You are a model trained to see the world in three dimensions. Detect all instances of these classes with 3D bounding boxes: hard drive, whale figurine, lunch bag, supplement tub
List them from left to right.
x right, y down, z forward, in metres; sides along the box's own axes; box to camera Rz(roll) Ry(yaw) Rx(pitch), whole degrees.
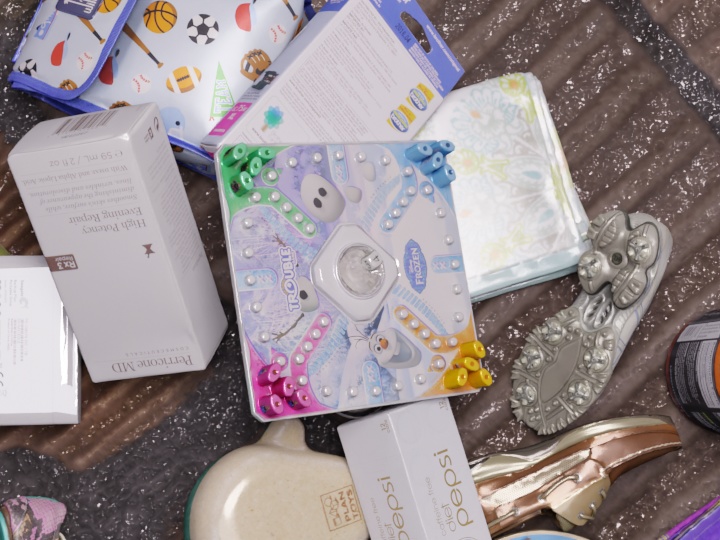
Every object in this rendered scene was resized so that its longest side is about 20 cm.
[{"bbox_3d":[-0.319,0.055,1.052,0.199,0.027,0.132,-1,85,-4],"label":"hard drive"},{"bbox_3d":[-0.158,-0.182,1.066,0.200,0.124,0.170,25,84,3],"label":"lunch bag"},{"bbox_3d":[-0.046,0.192,1.068,0.200,0.104,0.160,-16,86,-30],"label":"whale figurine"},{"bbox_3d":[0.312,0.077,1.036,0.107,0.200,0.107,0,86,-5],"label":"supplement tub"}]

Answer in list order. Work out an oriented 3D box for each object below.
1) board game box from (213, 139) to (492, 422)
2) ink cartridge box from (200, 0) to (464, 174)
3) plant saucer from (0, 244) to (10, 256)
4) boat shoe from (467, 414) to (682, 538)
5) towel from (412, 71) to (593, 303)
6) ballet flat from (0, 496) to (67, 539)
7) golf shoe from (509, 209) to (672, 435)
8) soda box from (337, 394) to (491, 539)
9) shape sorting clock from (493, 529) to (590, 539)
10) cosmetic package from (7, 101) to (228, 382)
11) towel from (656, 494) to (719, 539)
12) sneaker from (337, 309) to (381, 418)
[{"bbox_3d":[0.000,0.000,0.994,0.200,0.026,0.201,-4,81,-32],"label":"board game box"},{"bbox_3d":[-0.017,-0.126,1.038,0.200,0.042,0.119,-49,119,-14],"label":"ink cartridge box"},{"bbox_3d":[-0.360,0.051,1.079,0.199,0.031,0.201,0,86,-4],"label":"plant saucer"},{"bbox_3d":[0.160,0.171,1.078,0.199,0.076,0.074,-18,71,4],"label":"boat shoe"},{"bbox_3d":[0.080,-0.059,1.111,0.199,0.048,0.172,-17,84,-5],"label":"towel"},{"bbox_3d":[-0.248,0.277,1.056,0.071,0.069,0.201,-1,85,-23],"label":"ballet flat"},{"bbox_3d":[0.197,0.046,1.095,0.078,0.097,0.200,39,111,28],"label":"golf shoe"},{"bbox_3d":[0.052,0.201,1.031,0.068,0.064,0.201,-14,84,-43],"label":"soda box"},{"bbox_3d":[0.145,0.310,1.087,0.199,0.039,0.201,0,85,-3],"label":"shape sorting clock"},{"bbox_3d":[-0.179,-0.018,1.020,0.101,0.074,0.200,-8,116,16],"label":"cosmetic package"},{"bbox_3d":[0.292,0.270,1.094,0.200,0.023,0.144,-34,93,-13],"label":"towel"},{"bbox_3d":[-0.036,0.026,1.060,0.075,0.115,0.200,-31,88,-6],"label":"sneaker"}]
